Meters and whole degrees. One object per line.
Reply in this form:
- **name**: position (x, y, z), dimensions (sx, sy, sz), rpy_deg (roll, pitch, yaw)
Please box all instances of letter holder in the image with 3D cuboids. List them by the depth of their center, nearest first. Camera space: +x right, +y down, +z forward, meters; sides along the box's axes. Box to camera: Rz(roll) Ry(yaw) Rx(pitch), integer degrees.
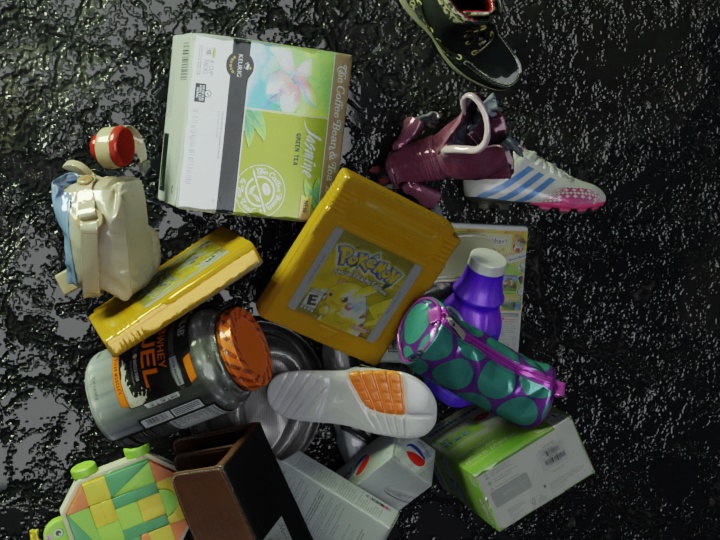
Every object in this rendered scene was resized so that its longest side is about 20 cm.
- **letter holder**: position (-0.158, 0.300, 1.635), dimensions (0.141, 0.101, 0.202), rpy_deg (-13, 109, 29)

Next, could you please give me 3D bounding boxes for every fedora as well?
- **fedora**: position (-0.120, 0.167, 1.697), dimensions (0.175, 0.090, 0.202), rpy_deg (11, 94, -18)

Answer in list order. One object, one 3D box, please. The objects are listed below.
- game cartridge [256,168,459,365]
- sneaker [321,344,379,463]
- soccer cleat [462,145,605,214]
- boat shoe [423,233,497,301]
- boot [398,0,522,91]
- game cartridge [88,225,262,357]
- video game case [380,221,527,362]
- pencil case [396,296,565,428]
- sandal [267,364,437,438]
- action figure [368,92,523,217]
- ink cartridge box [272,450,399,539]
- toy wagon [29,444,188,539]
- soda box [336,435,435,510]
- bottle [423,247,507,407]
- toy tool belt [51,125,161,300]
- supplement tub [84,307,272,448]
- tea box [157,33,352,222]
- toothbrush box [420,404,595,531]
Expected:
- **game cartridge**: position (0.000, 0.000, 1.620), dimensions (0.175, 0.033, 0.201), rpy_deg (24, 111, -27)
- **sneaker**: position (0.019, 0.155, 1.750), dimensions (0.113, 0.075, 0.202), rpy_deg (-14, 107, -16)
- **soccer cleat**: position (0.229, -0.119, 1.779), dimensions (0.198, 0.070, 0.087), rpy_deg (2, 97, -17)
- **boat shoe**: position (0.082, 0.015, 1.744), dimensions (0.199, 0.057, 0.067), rpy_deg (-27, 68, -15)
- **boot**: position (0.141, -0.295, 1.685), dimensions (0.203, 0.154, 0.074), rpy_deg (42, 84, -17)
- **game cartridge**: position (-0.220, 0.020, 1.602), dimensions (0.199, 0.176, 0.033), rpy_deg (-32, 106, -11)
- **video game case**: position (0.117, 0.029, 1.789), dimensions (0.198, 0.023, 0.184), rpy_deg (2, 97, -16)
- **pencil case**: position (0.140, 0.112, 1.638), dimensions (0.199, 0.092, 0.086), rpy_deg (29, 53, -22)
- **sandal**: position (-0.008, 0.148, 1.657), dimensions (0.204, 0.059, 0.080), rpy_deg (8, 99, 4)
- **action figure**: position (0.094, -0.132, 1.694), dimensions (0.198, 0.149, 0.135), rpy_deg (-19, 90, 20)
- **ink cartridge box**: position (-0.076, 0.320, 1.693), dimensions (0.199, 0.043, 0.197), rpy_deg (32, 123, 7)
- **toy wagon**: position (-0.305, 0.306, 1.685), dimensions (0.198, 0.040, 0.157), rpy_deg (-20, 102, -14)
- **soda box**: position (0.004, 0.277, 1.709), dimensions (0.068, 0.064, 0.200), rpy_deg (37, 123, -18)
- **bottle**: position (0.134, 0.070, 1.713), dimensions (0.065, 0.083, 0.202), rpy_deg (-9, 127, -36)
- **toy tool belt**: position (-0.313, -0.066, 1.589), dimensions (0.122, 0.125, 0.202), rpy_deg (1, 108, 20)
- **supplement tub**: position (-0.210, 0.121, 1.608), dimensions (0.198, 0.123, 0.123), rpy_deg (-23, 105, 18)
- **tea box**: position (-0.127, -0.167, 1.629), dimensions (0.195, 0.133, 0.203), rpy_deg (4, 96, -19)
- **toothbrush box**: position (0.180, 0.230, 1.740), dimensions (0.145, 0.200, 0.087), rpy_deg (-29, 104, -11)
